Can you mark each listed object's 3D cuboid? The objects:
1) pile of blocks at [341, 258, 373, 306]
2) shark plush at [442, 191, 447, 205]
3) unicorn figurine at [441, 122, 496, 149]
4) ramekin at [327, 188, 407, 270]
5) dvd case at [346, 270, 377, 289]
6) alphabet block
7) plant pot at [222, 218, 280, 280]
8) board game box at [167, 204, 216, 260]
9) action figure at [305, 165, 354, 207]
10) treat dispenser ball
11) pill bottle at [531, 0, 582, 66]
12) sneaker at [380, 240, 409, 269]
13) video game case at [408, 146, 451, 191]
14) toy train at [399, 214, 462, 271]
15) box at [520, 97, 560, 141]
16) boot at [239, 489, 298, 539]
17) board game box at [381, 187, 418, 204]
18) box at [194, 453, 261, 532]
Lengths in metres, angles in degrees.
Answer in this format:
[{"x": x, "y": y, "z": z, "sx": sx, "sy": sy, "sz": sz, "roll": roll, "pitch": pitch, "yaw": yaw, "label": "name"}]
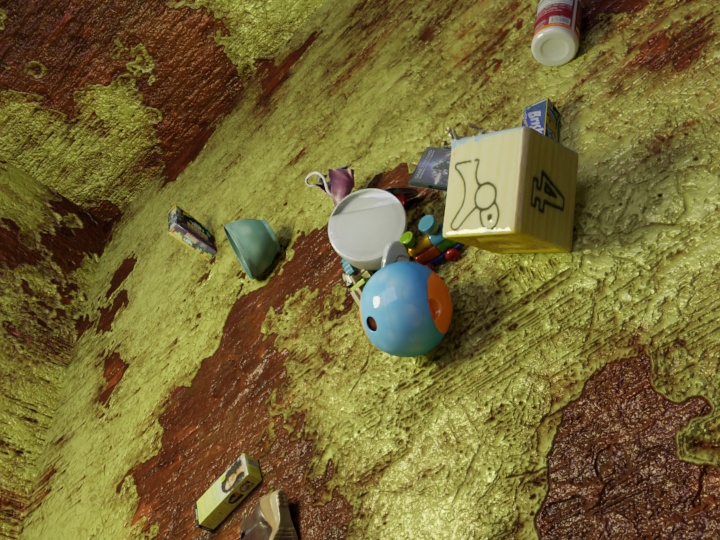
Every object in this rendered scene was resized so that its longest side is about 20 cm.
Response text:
[{"x": 0.000, "y": 0.000, "z": 1.585, "sx": 0.062, "sy": 0.082, "sz": 0.201, "roll": -39, "pitch": 50, "yaw": 26, "label": "pile of blocks"}, {"x": 0.220, "y": -0.159, "z": 1.495, "sx": 0.090, "sy": 0.083, "sz": 0.202, "roll": -26, "pitch": 42, "yaw": 34, "label": "shark plush"}, {"x": 0.265, "y": -0.326, "z": 1.576, "sx": 0.199, "sy": 0.137, "sz": 0.075, "roll": 24, "pitch": 95, "yaw": 35, "label": "unicorn figurine"}, {"x": 0.024, "y": -0.094, "z": 1.546, "sx": 0.200, "sy": 0.094, "sz": 0.205, "roll": -5, "pitch": 64, "yaw": 11, "label": "ramekin"}, {"x": 0.028, "y": -0.059, "z": 1.693, "sx": 0.149, "sy": 0.025, "sz": 0.202, "roll": -28, "pitch": 42, "yaw": 32, "label": "dvd case"}, {"x": 0.299, "y": -0.149, "z": 1.243, "sx": 0.194, "sy": 0.195, "sz": 0.203, "roll": 1, "pitch": 81, "yaw": 52, "label": "alphabet block"}, {"x": -0.346, "y": -0.088, "z": 2.050, "sx": 0.133, "sy": 0.202, "sz": 0.200, "roll": -29, "pitch": 31, "yaw": -13, "label": "plant pot"}, {"x": -0.664, "y": -0.150, "z": 2.458, "sx": 0.057, "sy": 0.200, "sz": 0.166, "roll": -43, "pitch": 36, "yaw": 11, "label": "board game box"}, {"x": -0.051, "y": -0.204, "z": 1.809, "sx": 0.133, "sy": 0.148, "sz": 0.202, "roll": -29, "pitch": 72, "yaw": 44, "label": "action figure"}, {"x": 0.095, "y": 0.082, "z": 1.325, "sx": 0.200, "sy": 0.200, "sz": 0.202, "roll": -31, "pitch": 39, "yaw": 29, "label": "treat dispenser ball"}, {"x": 0.492, "y": -0.618, "z": 1.552, "sx": 0.112, "sy": 0.113, "sz": 0.202, "roll": -14, "pitch": 49, "yaw": 43, "label": "pill bottle"}, {"x": 0.060, "y": 0.026, "z": 1.474, "sx": 0.115, "sy": 0.074, "sz": 0.203, "roll": 22, "pitch": 116, "yaw": 62, "label": "sneaker"}, {"x": 0.232, "y": -0.241, "z": 1.504, "sx": 0.198, "sy": 0.019, "sz": 0.144, "roll": 11, "pitch": 50, "yaw": 24, "label": "video game case"}, {"x": 0.131, "y": -0.046, "z": 1.473, "sx": 0.199, "sy": 0.115, "sz": 0.085, "roll": -33, "pitch": 38, "yaw": 27, "label": "toy train"}, {"x": 0.403, "y": -0.289, "z": 1.408, "sx": 0.070, "sy": 0.064, "sz": 0.202, "roll": -17, "pitch": 47, "yaw": 41, "label": "box"}, {"x": -0.208, "y": 0.603, "z": 1.370, "sx": 0.167, "sy": 0.072, "sz": 0.201, "roll": -48, "pitch": 33, "yaw": 30, "label": "boot"}, {"x": 0.060, "y": -0.174, "z": 1.656, "sx": 0.198, "sy": 0.157, "sz": 0.039, "roll": -11, "pitch": 82, "yaw": 31, "label": "board game box"}, {"x": -0.333, "y": 0.555, "z": 1.558, "sx": 0.200, "sy": 0.050, "sz": 0.075, "roll": -48, "pitch": 34, "yaw": 9, "label": "box"}]
